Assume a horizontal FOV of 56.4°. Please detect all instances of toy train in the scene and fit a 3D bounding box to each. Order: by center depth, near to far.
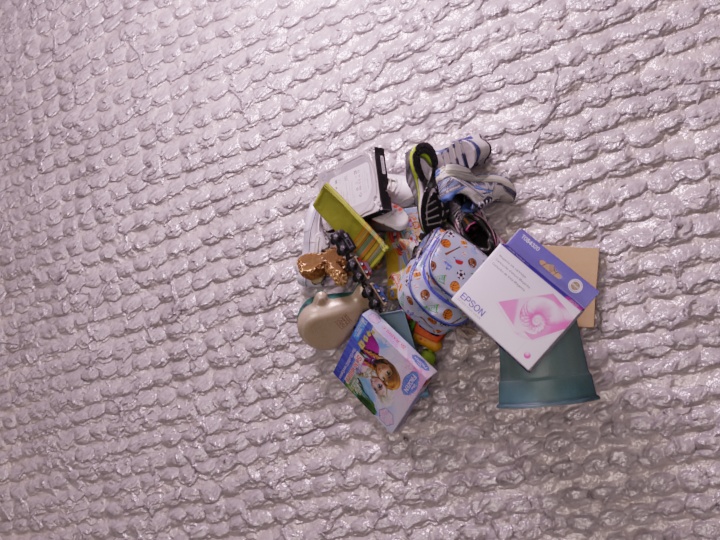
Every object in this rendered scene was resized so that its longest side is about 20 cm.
[{"bbox_3d":[0.000,0.000,1.454,0.202,0.045,0.034,59,151,-1],"label":"toy train"},{"bbox_3d":[0.164,0.155,1.465,0.198,0.084,0.118,24,105,22],"label":"toy train"}]

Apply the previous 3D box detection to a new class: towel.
[{"bbox_3d":[-0.026,-0.093,1.458,0.200,0.018,0.086,47,137,9],"label":"towel"}]

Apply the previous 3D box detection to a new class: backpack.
[{"bbox_3d":[0.175,0.028,1.381,0.198,0.154,0.192,34,68,1],"label":"backpack"}]

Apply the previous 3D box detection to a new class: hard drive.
[{"bbox_3d":[-0.018,-0.174,1.480,0.198,0.037,0.143,-16,78,48],"label":"hard drive"}]

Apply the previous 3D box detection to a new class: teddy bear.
[{"bbox_3d":[-0.044,-0.012,1.526,0.198,0.068,0.145,-23,43,-23],"label":"teddy bear"}]

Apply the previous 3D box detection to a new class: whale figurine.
[{"bbox_3d":[-0.055,0.091,1.542,0.199,0.159,0.104,-35,33,11],"label":"whale figurine"}]

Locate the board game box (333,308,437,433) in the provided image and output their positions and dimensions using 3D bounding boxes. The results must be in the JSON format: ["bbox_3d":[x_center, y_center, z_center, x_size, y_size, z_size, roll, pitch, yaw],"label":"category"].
[{"bbox_3d":[0.048,0.223,1.476,0.199,0.041,0.202,42,131,21],"label":"board game box"}]

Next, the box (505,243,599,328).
[{"bbox_3d":[0.393,0.031,1.408,0.196,0.021,0.167,4,88,22],"label":"box"}]

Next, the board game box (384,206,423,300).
[{"bbox_3d":[0.123,-0.040,1.519,0.132,0.034,0.204,-7,83,21],"label":"board game box"}]

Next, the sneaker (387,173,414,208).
[{"bbox_3d":[0.041,-0.191,1.528,0.197,0.099,0.079,5,77,22],"label":"sneaker"}]

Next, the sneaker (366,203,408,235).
[{"bbox_3d":[0.036,-0.105,1.520,0.198,0.076,0.083,20,129,46],"label":"sneaker"}]

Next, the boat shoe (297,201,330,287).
[{"bbox_3d":[-0.101,-0.060,1.604,0.066,0.074,0.204,10,99,8],"label":"boat shoe"}]

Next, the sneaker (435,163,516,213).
[{"bbox_3d":[0.241,-0.156,1.411,0.077,0.197,0.087,150,125,-61],"label":"sneaker"}]

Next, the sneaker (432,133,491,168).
[{"bbox_3d":[0.214,-0.248,1.477,0.198,0.114,0.082,0,104,53],"label":"sneaker"}]

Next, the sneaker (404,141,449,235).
[{"bbox_3d":[0.140,-0.177,1.465,0.073,0.081,0.204,-12,102,-16],"label":"sneaker"}]

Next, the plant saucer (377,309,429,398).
[{"bbox_3d":[0.097,0.182,1.463,0.069,0.019,0.203,-11,100,34],"label":"plant saucer"}]

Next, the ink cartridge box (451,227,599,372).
[{"bbox_3d":[0.304,0.048,1.249,0.196,0.043,0.201,42,91,22],"label":"ink cartridge box"}]

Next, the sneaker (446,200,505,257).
[{"bbox_3d":[0.238,-0.101,1.439,0.080,0.086,0.200,-47,59,10],"label":"sneaker"}]

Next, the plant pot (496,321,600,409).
[{"bbox_3d":[0.354,0.161,1.318,0.197,0.200,0.200,-8,82,21],"label":"plant pot"}]
